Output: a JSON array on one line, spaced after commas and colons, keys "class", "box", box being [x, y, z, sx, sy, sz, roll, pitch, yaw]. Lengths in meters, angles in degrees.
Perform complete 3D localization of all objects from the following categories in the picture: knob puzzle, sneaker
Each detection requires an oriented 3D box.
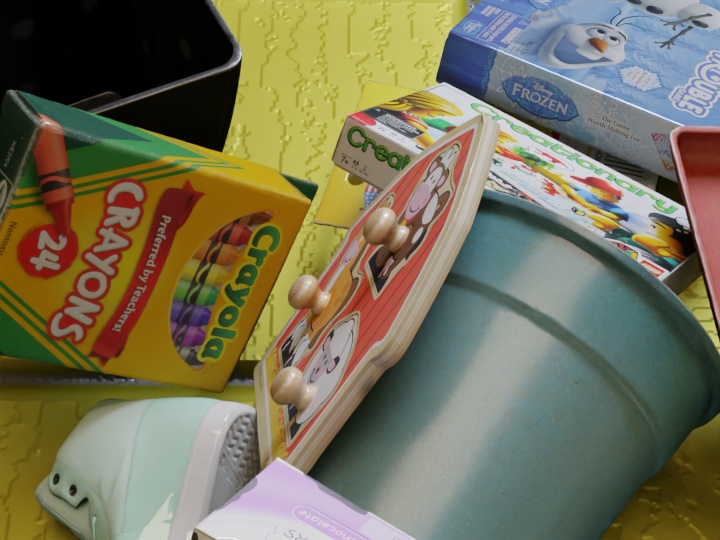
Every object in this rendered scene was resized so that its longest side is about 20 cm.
[{"class": "knob puzzle", "box": [0.000, 0.000, 0.770, 0.030, 0.220, 0.220, 33, 56, -13]}, {"class": "sneaker", "box": [-0.129, 0.163, 0.819, 0.118, 0.074, 0.201, 4, 67, 32]}]

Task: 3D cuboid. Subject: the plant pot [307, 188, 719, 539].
[{"class": "plant pot", "box": [0.055, 0.093, 0.796, 0.200, 0.200, 0.196, 30, 68, 19]}]

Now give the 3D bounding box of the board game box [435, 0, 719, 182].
[{"class": "board game box", "box": [0.182, -0.143, 1.005, 0.199, 0.043, 0.200, 25, 40, 15]}]

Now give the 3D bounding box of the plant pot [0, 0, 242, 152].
[{"class": "plant pot", "box": [-0.196, -0.103, 0.927, 0.199, 0.177, 0.200, -22, 59, -16]}]

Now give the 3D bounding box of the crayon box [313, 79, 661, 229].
[{"class": "crayon box", "box": [0.082, -0.042, 0.965, 0.200, 0.051, 0.127, 15, 56, 9]}]

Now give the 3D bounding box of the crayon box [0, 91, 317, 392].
[{"class": "crayon box", "box": [-0.115, -0.008, 0.826, 0.200, 0.127, 0.051, 13, 18, -38]}]

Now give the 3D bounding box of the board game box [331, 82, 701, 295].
[{"class": "board game box", "box": [0.098, -0.043, 0.878, 0.200, 0.035, 0.126, 30, 27, 18]}]

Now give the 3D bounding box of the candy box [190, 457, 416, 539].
[{"class": "candy box", "box": [-0.010, 0.212, 0.691, 0.168, 0.200, 0.072, 29, 32, 18]}]

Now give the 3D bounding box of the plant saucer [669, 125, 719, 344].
[{"class": "plant saucer", "box": [0.272, 0.016, 0.839, 0.200, 0.037, 0.200, 0, 64, -19]}]
